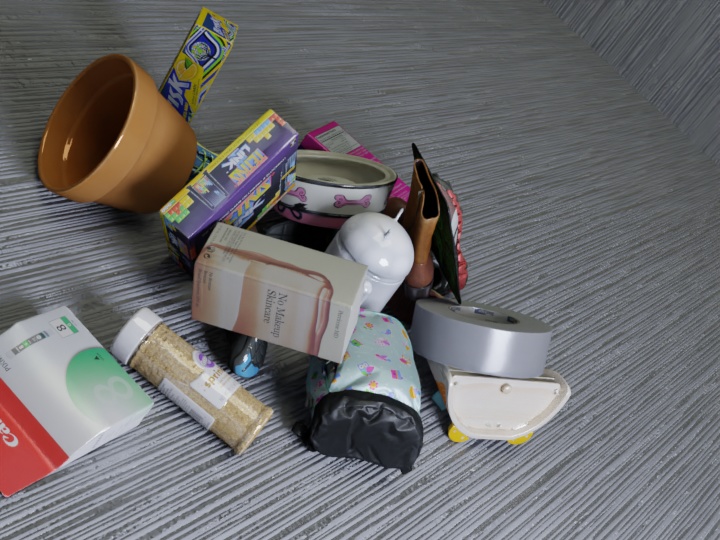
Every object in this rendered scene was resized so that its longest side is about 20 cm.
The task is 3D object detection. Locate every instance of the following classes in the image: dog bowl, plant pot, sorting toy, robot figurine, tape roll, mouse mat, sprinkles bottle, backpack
[{"bbox_3d":[-0.047,-0.120,1.647,0.198,0.074,0.200,8,19,-3],"label":"dog bowl"},{"bbox_3d":[-0.312,-0.165,1.470,0.140,0.200,0.201,31,27,-42],"label":"plant pot"},{"bbox_3d":[0.171,0.157,1.615,0.198,0.108,0.180,7,28,-23],"label":"sorting toy"},{"bbox_3d":[0.000,0.000,1.539,0.112,0.201,0.170,27,33,-13],"label":"robot figurine"},{"bbox_3d":[0.170,0.094,1.575,0.198,0.067,0.200,9,8,-1],"label":"tape roll"},{"bbox_3d":[0.110,-0.067,1.597,0.007,0.201,0.162,-17,45,-6],"label":"mouse mat"},{"bbox_3d":[-0.198,0.130,1.296,0.200,0.068,0.068,39,31,1],"label":"sprinkles bottle"},{"bbox_3d":[0.005,0.147,1.423,0.166,0.127,0.201,20,31,-20],"label":"backpack"}]

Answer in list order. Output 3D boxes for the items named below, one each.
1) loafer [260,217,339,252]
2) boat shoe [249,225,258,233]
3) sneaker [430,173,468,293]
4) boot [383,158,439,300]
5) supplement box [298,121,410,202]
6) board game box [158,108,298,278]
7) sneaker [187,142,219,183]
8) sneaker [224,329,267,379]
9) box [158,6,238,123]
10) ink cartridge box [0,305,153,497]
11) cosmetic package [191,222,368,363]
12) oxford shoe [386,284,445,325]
[{"bbox_3d":[-0.077,-0.057,1.680,0.199,0.073,0.072,-4,21,-42],"label":"loafer"},{"bbox_3d":[-0.175,-0.050,1.548,0.202,0.075,0.075,41,31,6],"label":"boat shoe"},{"bbox_3d":[0.118,-0.051,1.775,0.070,0.202,0.098,8,24,43],"label":"sneaker"},{"bbox_3d":[0.069,-0.085,1.600,0.068,0.201,0.190,-3,52,-3],"label":"boot"},{"bbox_3d":[-0.017,-0.134,1.797,0.200,0.101,0.103,42,32,9],"label":"supplement box"},{"bbox_3d":[-0.168,-0.096,1.446,0.057,0.165,0.200,42,73,8],"label":"board game box"},{"bbox_3d":[-0.228,-0.140,1.595,0.199,0.076,0.105,28,5,4],"label":"sneaker"},{"bbox_3d":[-0.159,0.063,1.443,0.081,0.074,0.201,4,39,0],"label":"sneaker"},{"bbox_3d":[-0.258,-0.288,1.658,0.064,0.201,0.070,26,31,-15],"label":"box"},{"bbox_3d":[-0.341,0.130,1.171,0.161,0.050,0.200,45,30,12],"label":"ink cartridge box"},{"bbox_3d":[-0.100,0.027,1.358,0.198,0.104,0.088,15,40,6],"label":"cosmetic package"},{"bbox_3d":[0.065,0.026,1.699,0.199,0.071,0.075,29,30,-14],"label":"oxford shoe"}]
